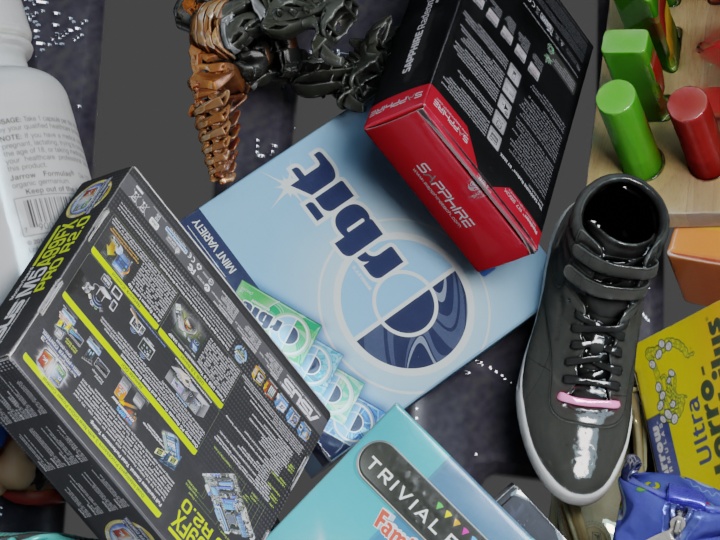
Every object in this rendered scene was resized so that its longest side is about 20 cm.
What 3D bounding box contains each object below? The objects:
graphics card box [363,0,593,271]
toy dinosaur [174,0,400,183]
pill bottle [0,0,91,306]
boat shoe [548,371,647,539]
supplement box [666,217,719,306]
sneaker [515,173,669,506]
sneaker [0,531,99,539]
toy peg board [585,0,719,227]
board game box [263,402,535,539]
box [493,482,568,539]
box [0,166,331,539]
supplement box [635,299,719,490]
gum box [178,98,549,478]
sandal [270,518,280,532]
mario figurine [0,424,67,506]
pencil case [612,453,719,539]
[{"bbox_3d":[0.075,-0.111,1.771,0.126,0.051,0.201,49,39,-28],"label":"graphics card box"},{"bbox_3d":[-0.054,-0.141,1.775,0.135,0.102,0.201,2,79,22],"label":"toy dinosaur"},{"bbox_3d":[-0.215,-0.058,1.685,0.114,0.114,0.201,-11,76,-21],"label":"pill bottle"},{"bbox_3d":[0.143,0.110,1.771,0.073,0.063,0.202,7,70,-16],"label":"boat shoe"},{"bbox_3d":[0.255,-0.076,1.861,0.068,0.067,0.201,10,64,24],"label":"supplement box"},{"bbox_3d":[0.137,0.032,1.723,0.070,0.099,0.201,9,67,-4],"label":"sneaker"},{"bbox_3d":[-0.200,0.169,1.625,0.199,0.091,0.078,3,70,-17],"label":"sneaker"},{"bbox_3d":[0.236,-0.137,1.806,0.198,0.098,0.201,-1,61,19],"label":"toy peg board"},{"bbox_3d":[0.005,0.199,1.645,0.151,0.047,0.200,44,89,8],"label":"board game box"},{"bbox_3d":[0.098,0.249,1.688,0.160,0.044,0.200,-42,88,-1],"label":"box"},{"bbox_3d":[-0.114,0.068,1.614,0.200,0.044,0.161,52,44,-24],"label":"box"},{"bbox_3d":[0.280,0.078,1.780,0.199,0.109,0.109,-2,72,-32],"label":"supplement box"},{"bbox_3d":[0.000,0.000,1.773,0.200,0.045,0.170,-35,85,-26],"label":"gum box"},{"bbox_3d":[-0.081,0.136,1.701,0.076,0.043,0.201,-34,84,-25],"label":"sandal"},{"bbox_3d":[-0.196,0.084,1.607,0.200,0.123,0.106,29,33,-55],"label":"mario figurine"},{"bbox_3d":[0.158,0.208,1.623,0.078,0.087,0.201,15,89,12],"label":"pencil case"}]
